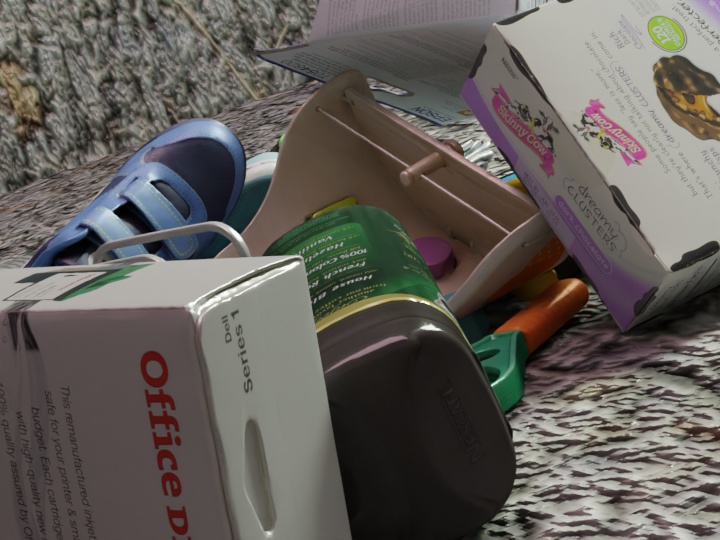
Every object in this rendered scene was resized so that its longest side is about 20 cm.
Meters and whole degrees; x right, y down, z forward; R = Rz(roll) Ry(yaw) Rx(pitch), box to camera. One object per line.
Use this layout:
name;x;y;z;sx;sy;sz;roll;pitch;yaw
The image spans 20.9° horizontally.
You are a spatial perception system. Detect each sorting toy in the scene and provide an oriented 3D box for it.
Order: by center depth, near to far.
sorting toy;0.000;0.000;1.131;0.180;0.107;0.200;-35;45;-20

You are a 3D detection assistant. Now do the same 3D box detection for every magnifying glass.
magnifying glass;0.069;0.046;1.023;0.080;0.022;0.200;-12;12;35

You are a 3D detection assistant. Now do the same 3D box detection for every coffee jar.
coffee jar;0.007;0.045;0.861;0.085;0.104;0.200;-26;17;1

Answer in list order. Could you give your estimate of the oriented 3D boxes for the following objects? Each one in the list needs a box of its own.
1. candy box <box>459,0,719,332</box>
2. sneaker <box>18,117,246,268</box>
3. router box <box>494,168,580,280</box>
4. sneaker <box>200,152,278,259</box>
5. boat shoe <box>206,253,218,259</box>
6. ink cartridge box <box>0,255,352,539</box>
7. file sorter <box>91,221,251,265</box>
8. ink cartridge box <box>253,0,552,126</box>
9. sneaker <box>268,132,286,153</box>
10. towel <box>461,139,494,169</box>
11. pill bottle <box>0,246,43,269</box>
candy box;0.184;-0.083;1.064;0.200;0.168;0.072;-23;-20;-25
sneaker;-0.140;-0.011;1.139;0.200;0.074;0.082;-45;10;-11
router box;0.166;-0.053;1.278;0.200;0.051;0.149;-22;13;-17
sneaker;-0.109;-0.052;1.364;0.079;0.131;0.200;17;-42;-32
boat shoe;-0.054;0.016;1.272;0.200;0.067;0.057;-10;8;23
ink cartridge box;-0.110;0.075;0.770;0.200;0.146;0.084;-2;14;31
file sorter;-0.149;0.070;0.993;0.139;0.125;0.200;-9;14;45
ink cartridge box;0.071;-0.138;1.202;0.200;0.041;0.200;-3;-11;38
sneaker;-0.063;-0.035;1.438;0.084;0.077;0.200;-39;-10;-21
towel;-0.007;-0.024;1.379;0.147;0.024;0.200;-29;-4;-43
pill bottle;-0.205;0.048;1.235;0.200;0.114;0.114;-26;13;-36
